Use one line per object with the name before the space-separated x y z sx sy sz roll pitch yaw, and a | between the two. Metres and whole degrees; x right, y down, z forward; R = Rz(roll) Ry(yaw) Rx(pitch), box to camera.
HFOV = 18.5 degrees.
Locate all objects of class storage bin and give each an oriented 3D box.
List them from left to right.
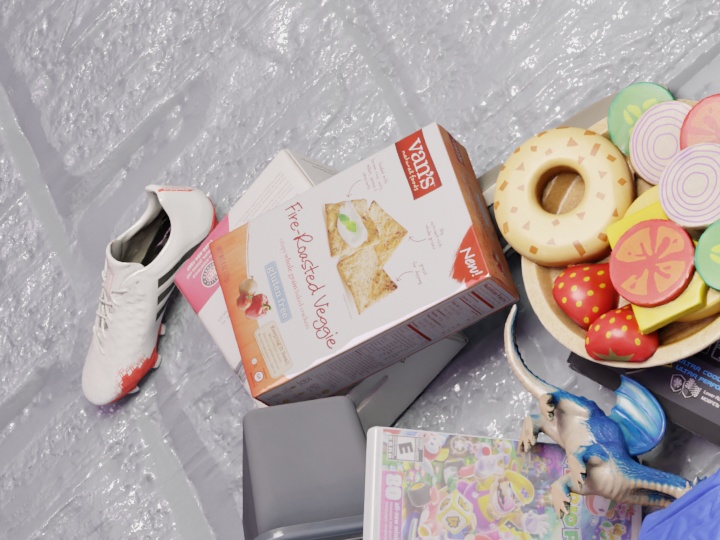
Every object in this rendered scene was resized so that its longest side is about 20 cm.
storage bin | -0.025 0.187 1.591 0.145 0.200 0.135 -8 55 -9

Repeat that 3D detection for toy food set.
toy food set | 0.193 -0.033 1.487 0.198 0.049 0.200 -28 57 19

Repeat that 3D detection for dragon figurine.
dragon figurine | 0.166 0.110 1.492 0.200 0.099 0.059 61 144 38

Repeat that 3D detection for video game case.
video game case | 0.097 0.185 1.496 0.018 0.199 0.144 150 125 -66

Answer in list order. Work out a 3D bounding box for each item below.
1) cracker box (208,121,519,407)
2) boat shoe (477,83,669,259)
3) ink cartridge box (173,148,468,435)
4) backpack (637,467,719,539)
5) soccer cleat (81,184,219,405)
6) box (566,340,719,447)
cracker box | 0.000 0.000 1.589 0.200 0.058 0.134 -28 60 16
boat shoe | 0.150 -0.067 1.609 0.200 0.073 0.063 -31 104 21
ink cartridge box | -0.033 0.030 1.693 0.147 0.083 0.200 -48 55 17
backpack | 0.256 0.220 1.316 0.162 0.200 0.168 -42 15 49
soccer cleat | -0.187 0.018 1.811 0.069 0.085 0.200 38 101 37
box | 0.263 0.017 1.495 0.200 0.050 0.199 29 97 38
